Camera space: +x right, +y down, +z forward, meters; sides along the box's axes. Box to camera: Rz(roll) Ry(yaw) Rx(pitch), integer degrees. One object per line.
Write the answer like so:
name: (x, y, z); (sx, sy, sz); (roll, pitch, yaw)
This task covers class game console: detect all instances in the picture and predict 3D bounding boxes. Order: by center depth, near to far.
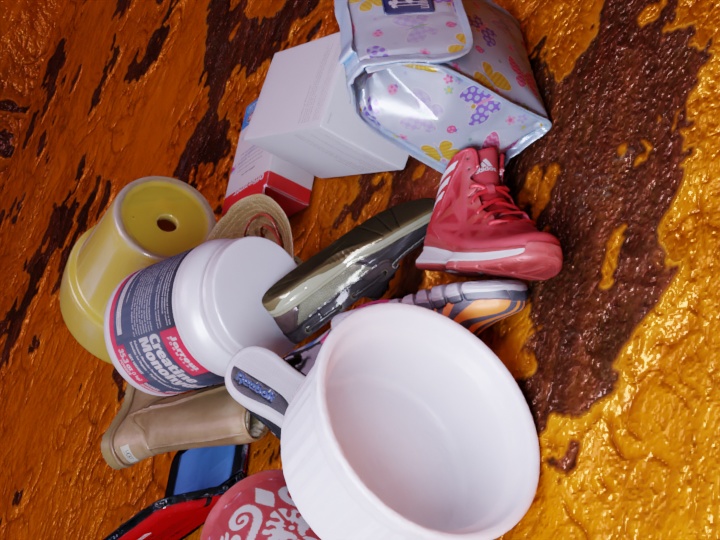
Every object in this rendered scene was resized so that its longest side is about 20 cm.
game console: (-0.219, 0.242, 1.410); (0.200, 0.171, 0.120); (-40, 64, 42)

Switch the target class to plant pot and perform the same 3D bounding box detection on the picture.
plant pot: (-0.263, -0.008, 1.535); (0.190, 0.198, 0.203); (122, 155, -49)

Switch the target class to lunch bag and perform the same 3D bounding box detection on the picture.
lunch bag: (0.065, -0.196, 1.137); (0.127, 0.198, 0.171); (-46, 33, 33)

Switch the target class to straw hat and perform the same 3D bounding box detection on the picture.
straw hat: (-0.104, 0.021, 1.389); (0.200, 0.084, 0.204); (-14, 71, 46)

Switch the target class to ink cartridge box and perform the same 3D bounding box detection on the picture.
ink cartridge box: (-0.109, -0.128, 1.538); (0.116, 0.067, 0.203); (-25, 49, 53)

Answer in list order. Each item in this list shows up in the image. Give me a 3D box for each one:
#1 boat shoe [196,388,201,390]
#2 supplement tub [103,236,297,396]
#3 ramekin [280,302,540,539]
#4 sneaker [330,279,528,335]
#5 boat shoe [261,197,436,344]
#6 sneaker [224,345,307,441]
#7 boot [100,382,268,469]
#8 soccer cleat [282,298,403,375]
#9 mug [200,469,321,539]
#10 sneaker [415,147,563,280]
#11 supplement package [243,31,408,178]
boat shoe: (-0.171, 0.053, 1.501); (0.072, 0.067, 0.202); (33, 100, 54)
supplement tub: (-0.162, 0.048, 1.276); (0.199, 0.139, 0.142); (-18, 53, 45)
ramekin: (0.033, 0.136, 0.957); (0.098, 0.198, 0.203); (-49, 31, 44)
sneaker: (0.067, 0.076, 1.078); (0.198, 0.077, 0.114); (-17, 78, 35)
boat shoe: (0.000, 0.001, 1.206); (0.199, 0.067, 0.072); (-31, 19, -6)
sneaker: (-0.027, 0.145, 1.104); (0.199, 0.112, 0.073); (38, 84, 25)
boot: (-0.179, 0.148, 1.389); (0.198, 0.067, 0.176); (-17, 33, 26)
soccer cleat: (-0.005, 0.083, 1.198); (0.198, 0.086, 0.071); (-26, 71, 23)
mug: (-0.038, 0.256, 1.059); (0.200, 0.132, 0.180); (33, 100, 59)
sneaker: (0.109, -0.054, 1.059); (0.199, 0.077, 0.117); (1, 83, 62)
supplement package: (-0.028, -0.183, 1.382); (0.199, 0.116, 0.119); (2, 71, 60)
